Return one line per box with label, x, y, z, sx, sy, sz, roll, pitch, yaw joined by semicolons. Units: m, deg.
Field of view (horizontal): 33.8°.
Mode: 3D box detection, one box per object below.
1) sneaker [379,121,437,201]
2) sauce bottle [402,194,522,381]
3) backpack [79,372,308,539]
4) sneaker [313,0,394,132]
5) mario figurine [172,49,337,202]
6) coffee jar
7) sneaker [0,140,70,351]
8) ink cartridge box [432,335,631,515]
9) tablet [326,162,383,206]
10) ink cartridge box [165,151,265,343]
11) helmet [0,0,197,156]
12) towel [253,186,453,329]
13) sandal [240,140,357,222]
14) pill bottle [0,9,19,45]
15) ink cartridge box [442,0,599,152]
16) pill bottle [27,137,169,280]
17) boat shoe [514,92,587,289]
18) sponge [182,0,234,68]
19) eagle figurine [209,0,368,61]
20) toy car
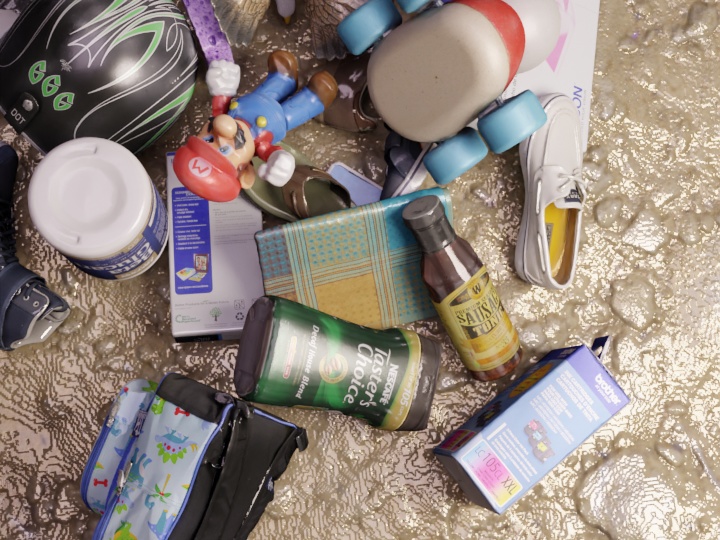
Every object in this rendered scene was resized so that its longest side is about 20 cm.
sneaker;0.056;-0.148;1.242;0.079;0.078;0.201;31;69;-2
sauce bottle;0.098;0.018;1.170;0.066;0.066;0.200;-34;118;-8
backpack;-0.171;0.208;1.120;0.146;0.183;0.201;18;81;25
sneaker;0.013;-0.243;1.262;0.075;0.070;0.201;20;89;6
mario figurine;-0.105;-0.147;1.150;0.200;0.123;0.106;-50;125;-35
coffee jar;-0.017;0.095;1.158;0.199;0.085;0.105;15;83;-25
sneaker;-0.348;-0.019;1.196;0.146;0.077;0.203;19;89;13
ink cartridge box;0.176;0.143;1.161;0.200;0.136;0.076;-37;88;-8
tablet;-0.024;-0.002;1.243;0.130;0.014;0.201;31;81;4
ink cartridge box;-0.148;-0.028;1.224;0.099;0.039;0.201;-3;73;-3
helmet;-0.259;-0.205;1.188;0.191;0.200;0.200;-41;83;4
towel;0.000;0.000;1.182;0.199;0.022;0.147;-13;122;-10
sandal;-0.043;-0.073;1.211;0.201;0.057;0.080;38;62;2
pill bottle;-0.449;-0.264;1.225;0.199;0.116;0.117;30;80;4
ink cartridge box;0.160;-0.237;1.237;0.199;0.043;0.197;13;78;-30
pill bottle;-0.245;-0.050;1.149;0.110;0.200;0.112;0;80;-1
boat shoe;0.202;-0.079;1.204;0.071;0.070;0.201;2;99;-26
sponge;-0.182;-0.304;1.244;0.030;0.112;0.201;-22;81;-4
eagle figurine;-0.076;-0.312;1.222;0.151;0.151;0.200;-31;37;13
toy car;0.119;-0.219;1.141;0.200;0.177;0.185;-37;96;-35
